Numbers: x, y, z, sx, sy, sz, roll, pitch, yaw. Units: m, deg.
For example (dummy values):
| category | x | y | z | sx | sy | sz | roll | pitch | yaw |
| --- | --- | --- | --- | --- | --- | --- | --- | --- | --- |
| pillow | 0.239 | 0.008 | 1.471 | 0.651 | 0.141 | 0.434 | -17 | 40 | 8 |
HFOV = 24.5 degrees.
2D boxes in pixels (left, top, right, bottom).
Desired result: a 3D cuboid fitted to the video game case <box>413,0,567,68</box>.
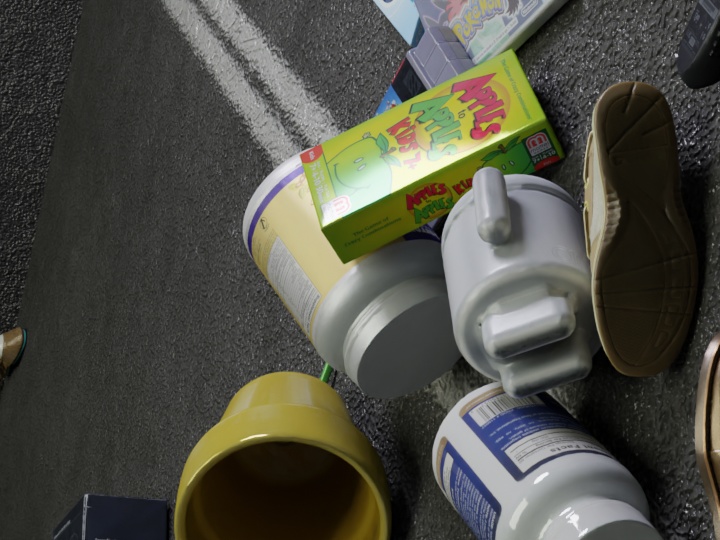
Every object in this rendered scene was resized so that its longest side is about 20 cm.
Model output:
| category | x | y | z | sx | sy | sz | roll | pitch | yaw |
| --- | --- | --- | --- | --- | --- | --- | --- | --- | --- |
| video game case | 0.099 | -0.272 | 1.433 | 0.200 | 0.023 | 0.183 | -42 | 65 | 58 |

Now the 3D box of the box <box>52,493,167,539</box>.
| category | x | y | z | sx | sy | sz | roll | pitch | yaw |
| --- | --- | --- | --- | --- | --- | --- | --- | --- | --- |
| box | -0.348 | 0.429 | 2.270 | 0.200 | 0.124 | 0.197 | 135 | 136 | -58 |

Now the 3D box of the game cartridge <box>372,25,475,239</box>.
| category | x | y | z | sx | sy | sz | roll | pitch | yaw |
| --- | --- | --- | --- | --- | --- | --- | --- | --- | --- |
| game cartridge | 0.057 | -0.109 | 1.501 | 0.130 | 0.038 | 0.200 | 56 | 140 | 25 |

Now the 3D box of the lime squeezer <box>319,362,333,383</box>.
| category | x | y | z | sx | sy | sz | roll | pitch | yaw |
| --- | --- | --- | --- | --- | --- | --- | --- | --- | --- |
| lime squeezer | -0.066 | 0.182 | 1.780 | 0.071 | 0.038 | 0.200 | -59 | -1 | -45 |

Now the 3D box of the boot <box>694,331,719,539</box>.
| category | x | y | z | sx | sy | sz | roll | pitch | yaw |
| --- | --- | --- | --- | --- | --- | --- | --- | --- | --- |
| boot | 0.245 | 0.130 | 0.973 | 0.075 | 0.074 | 0.200 | -17 | 70 | 46 |

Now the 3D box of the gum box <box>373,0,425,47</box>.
| category | x | y | z | sx | sy | sz | roll | pitch | yaw |
| --- | --- | --- | --- | --- | --- | --- | --- | --- | --- |
| gum box | 0.060 | -0.327 | 1.604 | 0.200 | 0.044 | 0.170 | -118 | 40 | -57 |

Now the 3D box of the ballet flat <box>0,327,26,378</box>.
| category | x | y | z | sx | sy | sz | roll | pitch | yaw |
| --- | --- | --- | --- | --- | --- | --- | --- | --- | --- |
| ballet flat | -0.753 | 0.171 | 3.457 | 0.200 | 0.072 | 0.068 | 136 | 136 | -58 |

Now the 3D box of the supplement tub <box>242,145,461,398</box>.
| category | x | y | z | sx | sy | sz | roll | pitch | yaw |
| --- | --- | --- | --- | --- | --- | --- | --- | --- | --- |
| supplement tub | 0.000 | 0.000 | 1.456 | 0.200 | 0.145 | 0.146 | 52 | 134 | 34 |

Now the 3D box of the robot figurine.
| category | x | y | z | sx | sy | sz | roll | pitch | yaw |
| --- | --- | --- | --- | --- | --- | --- | --- | --- | --- |
| robot figurine | 0.120 | 0.005 | 1.226 | 0.200 | 0.113 | 0.170 | -95 | -14 | -53 |

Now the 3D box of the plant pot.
| category | x | y | z | sx | sy | sz | roll | pitch | yaw |
| --- | --- | --- | --- | --- | --- | --- | --- | --- | --- |
| plant pot | -0.073 | 0.196 | 1.583 | 0.189 | 0.200 | 0.201 | -95 | 20 | -65 |

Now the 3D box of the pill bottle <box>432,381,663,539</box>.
| category | x | y | z | sx | sy | sz | roll | pitch | yaw |
| --- | --- | --- | --- | --- | --- | --- | --- | --- | --- |
| pill bottle | 0.133 | 0.164 | 1.159 | 0.200 | 0.111 | 0.111 | -132 | 53 | -63 |

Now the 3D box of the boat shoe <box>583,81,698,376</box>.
| category | x | y | z | sx | sy | sz | roll | pitch | yaw |
| --- | --- | --- | --- | --- | --- | --- | --- | --- | --- |
| boat shoe | 0.192 | -0.028 | 1.147 | 0.066 | 0.074 | 0.200 | 13 | -102 | -88 |

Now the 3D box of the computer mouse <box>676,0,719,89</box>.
| category | x | y | z | sx | sy | sz | roll | pitch | yaw |
| --- | --- | --- | --- | --- | --- | --- | --- | --- | --- |
| computer mouse | 0.262 | -0.208 | 1.081 | 0.059 | 0.034 | 0.200 | -89 | 20 | -65 |

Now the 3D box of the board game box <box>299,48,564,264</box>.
| category | x | y | z | sx | sy | sz | roll | pitch | yaw |
| --- | --- | --- | --- | --- | --- | --- | --- | --- | --- |
| board game box | 0.056 | -0.094 | 1.357 | 0.048 | 0.200 | 0.102 | 57 | -169 | -41 |
